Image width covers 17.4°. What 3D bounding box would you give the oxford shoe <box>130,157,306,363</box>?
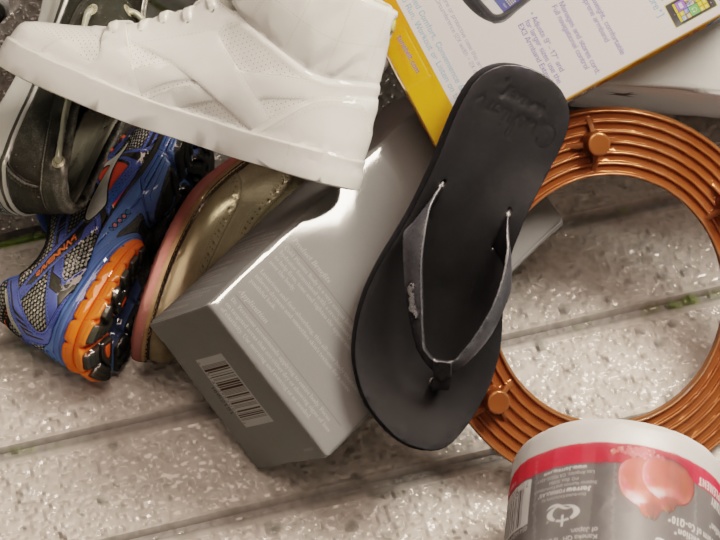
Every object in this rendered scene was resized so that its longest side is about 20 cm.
[{"bbox_3d":[-0.056,-0.021,1.290,0.075,0.071,0.200,28,62,10],"label":"oxford shoe"}]

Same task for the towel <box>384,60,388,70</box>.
[{"bbox_3d":[-0.041,-0.206,1.325,0.199,0.030,0.147,32,101,18],"label":"towel"}]

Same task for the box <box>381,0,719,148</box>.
[{"bbox_3d":[0.103,-0.152,1.204,0.199,0.041,0.120,-28,88,3],"label":"box"}]

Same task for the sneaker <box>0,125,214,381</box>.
[{"bbox_3d":[-0.139,-0.037,1.297,0.078,0.076,0.201,16,57,14],"label":"sneaker"}]

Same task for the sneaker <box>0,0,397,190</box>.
[{"bbox_3d":[-0.079,-0.123,1.190,0.199,0.074,0.116,17,98,7],"label":"sneaker"}]

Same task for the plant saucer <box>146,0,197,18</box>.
[{"bbox_3d":[-0.080,-0.197,1.412,0.199,0.050,0.201,1,58,-1],"label":"plant saucer"}]

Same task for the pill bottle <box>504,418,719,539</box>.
[{"bbox_3d":[0.119,0.183,1.137,0.110,0.111,0.201,6,58,3],"label":"pill bottle"}]

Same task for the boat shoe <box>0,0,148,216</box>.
[{"bbox_3d":[-0.142,-0.114,1.286,0.063,0.071,0.201,4,61,27],"label":"boat shoe"}]

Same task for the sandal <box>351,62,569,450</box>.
[{"bbox_3d":[0.047,-0.006,1.170,0.076,0.043,0.201,15,97,-11],"label":"sandal"}]

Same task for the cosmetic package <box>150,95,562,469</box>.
[{"bbox_3d":[0.000,0.000,1.246,0.200,0.090,0.107,-42,102,-28],"label":"cosmetic package"}]

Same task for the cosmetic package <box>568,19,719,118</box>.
[{"bbox_3d":[0.204,-0.188,1.299,0.164,0.165,0.201,5,91,2],"label":"cosmetic package"}]

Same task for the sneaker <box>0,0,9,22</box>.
[{"bbox_3d":[-0.288,-0.099,1.338,0.199,0.071,0.100,-18,61,-5],"label":"sneaker"}]

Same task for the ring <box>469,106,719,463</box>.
[{"bbox_3d":[0.132,0.015,1.229,0.199,0.019,0.202,-1,95,-15],"label":"ring"}]
